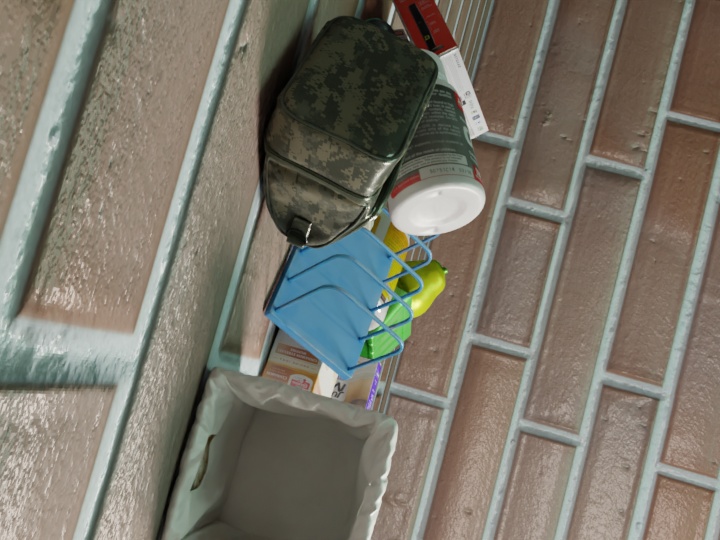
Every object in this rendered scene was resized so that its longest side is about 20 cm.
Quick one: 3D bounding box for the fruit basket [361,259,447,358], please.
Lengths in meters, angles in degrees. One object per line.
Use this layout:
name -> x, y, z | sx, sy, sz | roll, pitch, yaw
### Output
fruit basket -> 0.043, 0.043, 1.591 | 0.217, 0.154, 0.216 | -56, 166, -22

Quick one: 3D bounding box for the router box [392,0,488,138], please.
router box -> 0.101, -0.297, 1.280 | 0.200, 0.048, 0.181 | 50, 17, -61

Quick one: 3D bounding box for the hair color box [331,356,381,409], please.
hair color box -> -0.045, 0.228, 1.488 | 0.065, 0.108, 0.202 | 66, 39, -77

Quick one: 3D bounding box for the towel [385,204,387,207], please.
towel -> 0.041, -0.202, 1.332 | 0.144, 0.022, 0.201 | -113, -152, -43

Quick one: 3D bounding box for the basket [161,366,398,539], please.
basket -> -0.073, 0.218, 0.972 | 0.161, 0.198, 0.201 | 48, 58, -83

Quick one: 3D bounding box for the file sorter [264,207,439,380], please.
file sorter -> 0.000, 0.000, 1.147 | 0.122, 0.139, 0.201 | -25, -146, 44

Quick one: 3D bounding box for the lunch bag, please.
lunch bag -> -0.019, -0.138, 0.982 | 0.168, 0.138, 0.201 | -60, -175, 48

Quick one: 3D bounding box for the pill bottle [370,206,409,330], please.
pill bottle -> 0.010, -0.015, 1.442 | 0.110, 0.108, 0.201 | 94, 14, -52

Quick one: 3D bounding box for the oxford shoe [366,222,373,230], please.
oxford shoe -> -0.020, -0.098, 1.271 | 0.057, 0.075, 0.201 | -35, 156, -14

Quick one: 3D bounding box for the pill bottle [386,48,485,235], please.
pill bottle -> 0.073, -0.154, 1.119 | 0.114, 0.112, 0.202 | 88, -8, -63

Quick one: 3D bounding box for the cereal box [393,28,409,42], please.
cereal box -> 0.066, -0.233, 1.375 | 0.145, 0.039, 0.201 | 96, -19, -48

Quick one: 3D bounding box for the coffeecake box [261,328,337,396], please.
coffeecake box -> -0.063, 0.099, 1.262 | 0.154, 0.072, 0.202 | 90, 16, -60

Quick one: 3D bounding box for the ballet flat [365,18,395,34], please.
ballet flat -> 0.021, -0.234, 1.246 | 0.201, 0.072, 0.074 | 97, 11, -53
